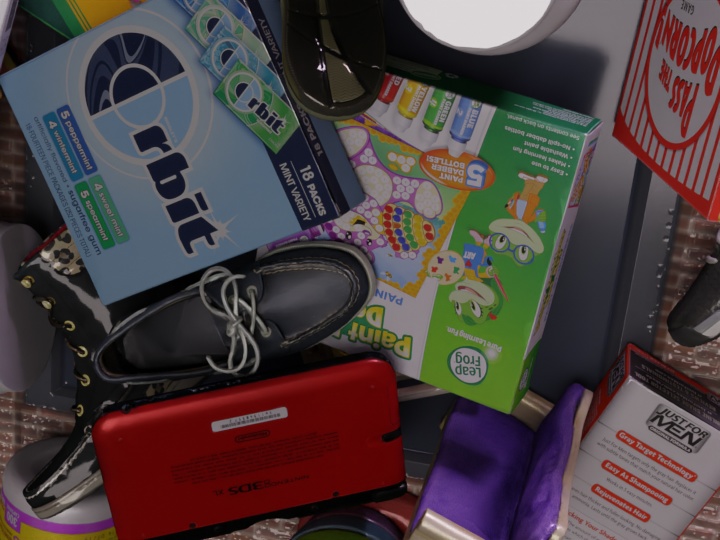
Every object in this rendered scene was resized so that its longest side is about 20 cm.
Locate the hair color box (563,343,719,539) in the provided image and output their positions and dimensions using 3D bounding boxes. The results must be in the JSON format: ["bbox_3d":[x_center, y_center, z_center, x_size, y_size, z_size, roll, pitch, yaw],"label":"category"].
[{"bbox_3d":[0.183,0.164,0.984,0.101,0.061,0.200,31,115,-1],"label":"hair color box"}]

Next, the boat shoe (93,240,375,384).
[{"bbox_3d":[-0.086,0.032,0.890,0.200,0.062,0.075,-13,98,21],"label":"boat shoe"}]

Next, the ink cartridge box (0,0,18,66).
[{"bbox_3d":[-0.326,-0.145,0.885,0.173,0.044,0.200,16,105,-11],"label":"ink cartridge box"}]

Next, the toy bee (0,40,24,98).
[{"bbox_3d":[-0.331,-0.091,0.970,0.131,0.109,0.200,39,113,-6],"label":"toy bee"}]

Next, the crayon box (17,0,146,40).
[{"bbox_3d":[-0.151,-0.247,0.898,0.119,0.058,0.200,33,114,-1],"label":"crayon box"}]

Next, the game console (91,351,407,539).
[{"bbox_3d":[-0.078,0.118,0.944,0.200,0.119,0.173,-12,122,-8],"label":"game console"}]

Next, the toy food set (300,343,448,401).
[{"bbox_3d":[0.000,0.000,0.956,0.143,0.060,0.200,-13,104,16],"label":"toy food set"}]

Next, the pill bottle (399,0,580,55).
[{"bbox_3d":[0.079,-0.192,0.793,0.119,0.200,0.120,4,112,10],"label":"pill bottle"}]

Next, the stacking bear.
[{"bbox_3d":[-0.016,0.250,0.983,0.114,0.200,0.122,32,114,-2],"label":"stacking bear"}]

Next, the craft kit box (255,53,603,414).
[{"bbox_3d":[0.034,-0.031,0.878,0.200,0.049,0.198,19,118,17],"label":"craft kit box"}]

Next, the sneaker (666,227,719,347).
[{"bbox_3d":[0.252,-0.051,0.888,0.115,0.075,0.200,44,103,-2],"label":"sneaker"}]

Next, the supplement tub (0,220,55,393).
[{"bbox_3d":[-0.342,0.026,0.996,0.199,0.145,0.146,0,111,12],"label":"supplement tub"}]

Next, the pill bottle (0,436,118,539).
[{"bbox_3d":[-0.239,0.242,1.079,0.104,0.104,0.200,13,112,7],"label":"pill bottle"}]

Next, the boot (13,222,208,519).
[{"bbox_3d":[-0.204,0.061,0.977,0.204,0.073,0.154,-46,107,-11],"label":"boot"}]

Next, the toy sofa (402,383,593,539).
[{"bbox_3d":[0.091,0.139,0.919,0.083,0.200,0.098,29,120,1],"label":"toy sofa"}]

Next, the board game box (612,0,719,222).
[{"bbox_3d":[0.221,-0.147,0.805,0.046,0.152,0.200,4,113,-15],"label":"board game box"}]

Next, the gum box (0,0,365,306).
[{"bbox_3d":[-0.119,-0.086,0.878,0.200,0.045,0.170,-20,99,30],"label":"gum box"}]

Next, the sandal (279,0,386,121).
[{"bbox_3d":[-0.017,-0.176,0.845,0.080,0.201,0.057,8,155,-1],"label":"sandal"}]
